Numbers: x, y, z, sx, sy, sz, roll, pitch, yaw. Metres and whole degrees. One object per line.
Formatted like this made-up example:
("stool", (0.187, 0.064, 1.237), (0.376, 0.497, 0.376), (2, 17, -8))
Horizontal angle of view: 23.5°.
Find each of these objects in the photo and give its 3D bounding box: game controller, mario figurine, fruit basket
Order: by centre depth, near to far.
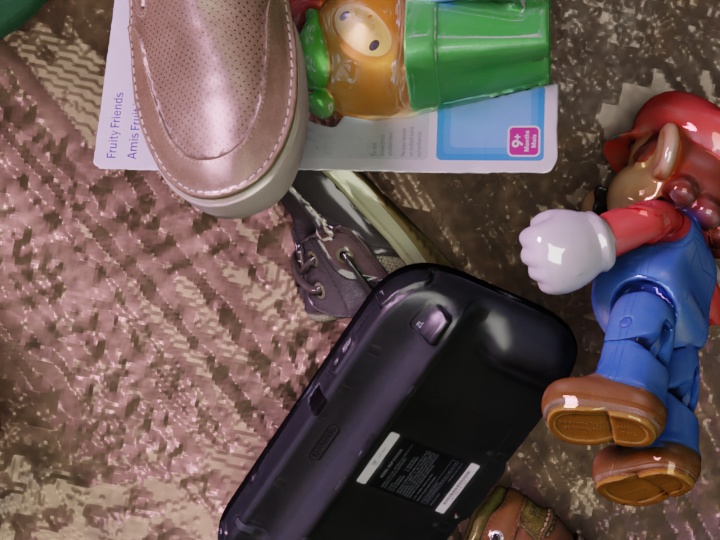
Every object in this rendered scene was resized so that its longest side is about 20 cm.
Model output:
("fruit basket", (-0.012, -0.129, 0.764), (0.199, 0.094, 0.186), (3, 65, 1))
("mario figurine", (0.122, 0.004, 0.788), (0.106, 0.124, 0.200), (16, 56, 5))
("game controller", (0.015, 0.084, 0.811), (0.104, 0.042, 0.200), (18, 123, -26))

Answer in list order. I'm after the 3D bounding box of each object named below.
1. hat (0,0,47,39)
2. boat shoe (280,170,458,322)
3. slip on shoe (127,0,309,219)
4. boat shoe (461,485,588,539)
("hat", (-0.255, -0.150, 0.816), (0.200, 0.176, 0.166), (-32, 97, -35))
("boat shoe", (0.000, 0.000, 0.816), (0.201, 0.072, 0.066), (44, 89, -11))
("slip on shoe", (-0.066, -0.120, 0.711), (0.076, 0.061, 0.201), (-9, 69, 19))
("boat shoe", (0.034, 0.197, 0.850), (0.068, 0.072, 0.200), (37, 86, -2))
